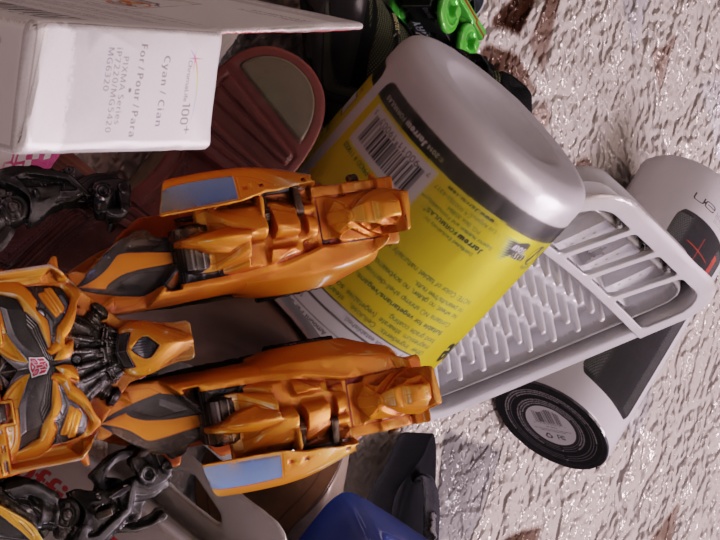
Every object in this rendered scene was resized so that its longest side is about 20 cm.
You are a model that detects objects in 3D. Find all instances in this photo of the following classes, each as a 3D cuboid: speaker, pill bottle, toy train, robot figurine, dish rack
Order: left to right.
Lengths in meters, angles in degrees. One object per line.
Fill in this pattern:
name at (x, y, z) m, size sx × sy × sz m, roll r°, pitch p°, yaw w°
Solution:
robot figurine at (-0.073, 0.025, 0.823) m, size 0.198 × 0.058 × 0.146 m, roll -10°, pitch 90°, yaw -25°
pill bottle at (0.000, 0.000, 1.015) m, size 0.200 × 0.113 × 0.112 m, roll -47°, pitch 152°, yaw 17°
toy train at (0.018, -0.174, 1.104) m, size 0.200 × 0.041 × 0.057 m, roll 53°, pitch 48°, yaw -51°
dish rack at (0.069, 0.009, 1.144) m, size 0.171 × 0.199 × 0.044 m, roll 34°, pitch 36°, yaw -55°
speaker at (0.163, 0.022, 1.365) m, size 0.200 × 0.081 × 0.082 m, roll -54°, pitch 142°, yaw -30°

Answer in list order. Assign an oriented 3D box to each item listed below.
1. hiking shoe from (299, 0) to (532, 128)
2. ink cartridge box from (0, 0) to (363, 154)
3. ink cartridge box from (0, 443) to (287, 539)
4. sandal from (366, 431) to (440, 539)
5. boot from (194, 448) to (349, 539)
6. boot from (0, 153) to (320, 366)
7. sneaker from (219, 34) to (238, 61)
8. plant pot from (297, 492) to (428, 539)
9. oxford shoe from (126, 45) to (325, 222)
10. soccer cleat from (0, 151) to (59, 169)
hiking shoe at (0.031, -0.092, 1.083) m, size 0.201 × 0.100 × 0.076 m, roll 66°, pitch 15°, yaw -52°
ink cartridge box at (-0.128, -0.082, 0.764) m, size 0.176 × 0.199 × 0.045 m, roll -8°, pitch 110°, yaw -55°
ink cartridge box at (-0.110, 0.169, 0.915) m, size 0.201 × 0.128 × 0.125 m, roll -55°, pitch 145°, yaw -3°
sandal at (0.029, 0.138, 1.161) m, size 0.200 × 0.042 × 0.077 m, roll -67°, pitch 158°, yaw -66°
boot at (-0.030, 0.142, 1.131) m, size 0.201 × 0.070 × 0.146 m, roll -63°, pitch 149°, yaw -9°
boot at (-0.130, 0.058, 0.858) m, size 0.200 × 0.186 × 0.064 m, roll -53°, pitch 171°, yaw -35°
sneaker at (-0.070, -0.180, 0.949) m, size 0.079 × 0.071 × 0.202 m, roll 17°, pitch 100°, yaw -26°
plant pot at (0.024, 0.250, 0.997) m, size 0.199 × 0.180 × 0.201 m, roll 37°, pitch 93°, yaw -16°
oxford shoe at (-0.089, -0.009, 0.978) m, size 0.200 × 0.070 × 0.075 m, roll -48°, pitch -177°, yaw -12°
soccer cleat at (-0.166, -0.047, 0.823) m, size 0.200 × 0.070 × 0.087 m, roll -50°, pitch 168°, yaw -32°
